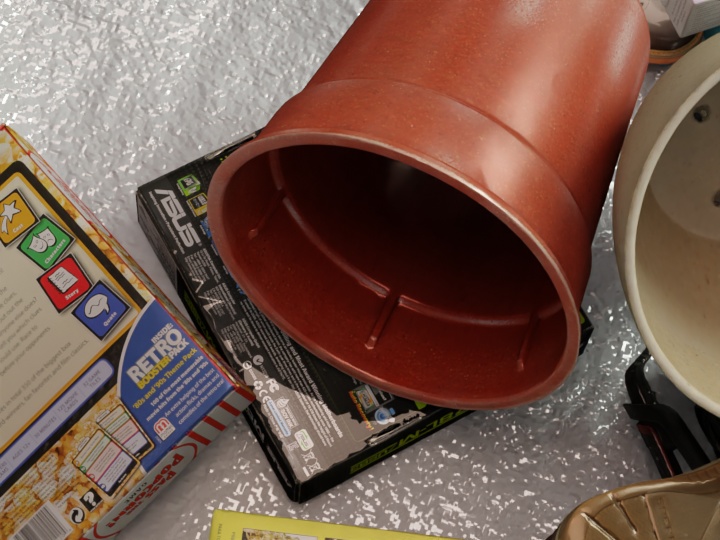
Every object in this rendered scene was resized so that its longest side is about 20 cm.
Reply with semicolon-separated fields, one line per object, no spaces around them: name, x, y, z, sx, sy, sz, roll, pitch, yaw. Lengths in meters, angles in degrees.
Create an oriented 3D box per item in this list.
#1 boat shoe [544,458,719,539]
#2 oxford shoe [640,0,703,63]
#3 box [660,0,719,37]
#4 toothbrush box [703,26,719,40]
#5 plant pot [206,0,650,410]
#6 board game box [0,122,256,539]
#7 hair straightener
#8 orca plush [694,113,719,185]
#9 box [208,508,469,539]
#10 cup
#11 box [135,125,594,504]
boat shoe;0.181;0.131;0.901;0.198;0.072;0.073;-10;77;-19
oxford shoe;0.130;-0.203;1.095;0.200;0.073;0.071;41;70;12
box;0.266;-0.185;1.022;0.198;0.042;0.039;-19;68;-8
toothbrush box;0.299;-0.118;1.063;0.145;0.085;0.202;-14;68;-9
plant pot;0.051;-0.067;0.932;0.199;0.202;0.196;24;57;7
board game box;-0.177;0.045;0.963;0.151;0.046;0.200;-43;75;-1
hair straightener;0.204;0.116;0.968;0.077;0.041;0.202;-31;67;22
orca plush;0.255;-0.093;0.967;0.197;0.071;0.106;-6;69;-4
box;0.018;0.168;0.932;0.197;0.075;0.051;6;64;0
cup;0.206;-0.041;0.881;0.198;0.143;0.203;-3;111;-7
box;0.000;0.000;1.017;0.192;0.048;0.201;-26;70;-16
